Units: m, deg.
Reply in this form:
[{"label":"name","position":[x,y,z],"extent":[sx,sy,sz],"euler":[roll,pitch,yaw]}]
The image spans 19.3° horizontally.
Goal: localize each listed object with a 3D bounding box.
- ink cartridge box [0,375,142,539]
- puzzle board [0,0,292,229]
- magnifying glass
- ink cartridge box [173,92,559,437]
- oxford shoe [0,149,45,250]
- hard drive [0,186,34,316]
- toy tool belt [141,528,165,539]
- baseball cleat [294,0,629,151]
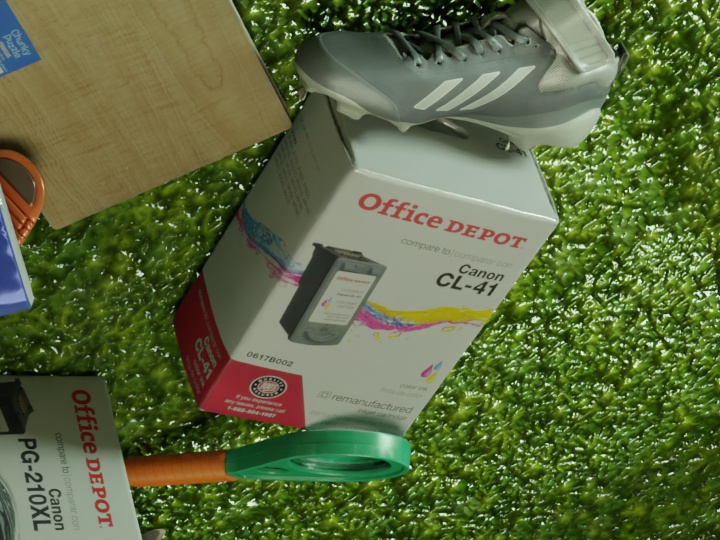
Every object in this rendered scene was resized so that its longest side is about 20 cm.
[{"label":"ink cartridge box","position":[-0.240,0.138,1.252],"extent":[0.199,0.145,0.085],"euler":[1,132,-21]},{"label":"puzzle board","position":[-0.139,-0.118,1.130],"extent":[0.150,0.017,0.200],"euler":[-23,136,5]},{"label":"magnifying glass","position":[-0.061,0.119,1.324],"extent":[0.199,0.023,0.080],"euler":[-9,160,28]},{"label":"ink cartridge box","position":[0.000,0.000,1.246],"extent":[0.147,0.086,0.200],"euler":[13,130,-29]},{"label":"oxford shoe","position":[-0.247,0.002,1.182],"extent":[0.200,0.073,0.071],"euler":[-40,91,14]},{"label":"hard drive","position":[-0.287,-0.019,1.115],"extent":[0.199,0.025,0.133],"euler":[-14,106,1]},{"label":"toy tool belt","position":[-0.169,0.208,1.360],"extent":[0.199,0.125,0.124],"euler":[19,98,-7]},{"label":"baseball cleat","position":[0.059,-0.125,1.167],"extent":[0.199,0.070,0.107],"euler":[6,125,-37]}]
